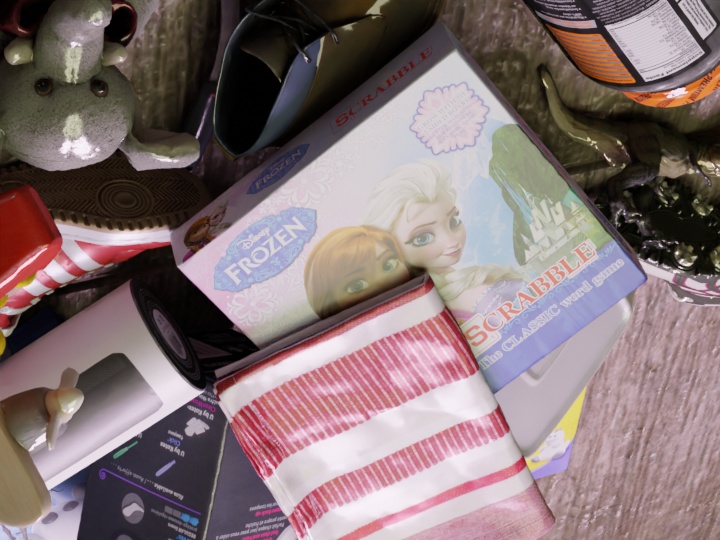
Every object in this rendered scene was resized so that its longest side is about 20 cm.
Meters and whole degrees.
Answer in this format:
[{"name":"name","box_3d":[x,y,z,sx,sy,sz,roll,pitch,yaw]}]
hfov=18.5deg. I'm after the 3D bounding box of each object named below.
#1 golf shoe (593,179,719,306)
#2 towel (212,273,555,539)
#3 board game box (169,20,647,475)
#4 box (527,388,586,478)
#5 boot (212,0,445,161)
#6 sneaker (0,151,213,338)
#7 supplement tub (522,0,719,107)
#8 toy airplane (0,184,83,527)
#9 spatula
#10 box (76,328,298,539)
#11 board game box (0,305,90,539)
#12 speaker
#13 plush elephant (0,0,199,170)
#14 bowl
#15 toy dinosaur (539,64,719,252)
[{"name":"golf shoe","box_3d":[0.233,-0.007,1.545,0.200,0.077,0.088,10,144,-31]},{"name":"towel","box_3d":[0.016,0.109,1.294,0.144,0.023,0.200,-25,122,3]},{"name":"board game box","box_3d":[0.030,-0.008,1.266,0.200,0.041,0.200,-38,120,10]},{"name":"box","box_3d":[0.105,0.080,1.580,0.117,0.048,0.200,-15,138,-19]},{"name":"boot","box_3d":[-0.014,-0.138,1.212,0.097,0.075,0.200,-32,156,-47]},{"name":"sneaker","box_3d":[-0.186,-0.002,1.281,0.200,0.071,0.113,-7,133,-16]},{"name":"supplement tub","box_3d":[0.147,-0.182,1.255,0.122,0.123,0.200,-37,142,8]},{"name":"toy airplane","box_3d":[-0.232,0.018,1.160,0.141,0.199,0.200,-32,136,-49]},{"name":"spatula","box_3d":[-0.079,-0.124,1.255,0.056,0.021,0.200,-8,137,-32]},{"name":"box","box_3d":[-0.099,0.149,1.394,0.122,0.106,0.200,-3,109,-53]},{"name":"board game box","box_3d":[-0.223,0.136,1.431,0.199,0.043,0.200,-35,141,6]},{"name":"speaker","box_3d":[-0.194,0.090,1.302,0.200,0.081,0.081,-32,142,7]},{"name":"plush elephant","box_3d":[-0.157,-0.121,1.098,0.164,0.155,0.200,-8,136,-26]},{"name":"bowl","box_3d":[0.091,0.032,1.409,0.200,0.075,0.200,-52,136,-10]},{"name":"toy dinosaur","box_3d":[0.182,-0.066,1.448,0.200,0.088,0.047,15,157,-40]}]
